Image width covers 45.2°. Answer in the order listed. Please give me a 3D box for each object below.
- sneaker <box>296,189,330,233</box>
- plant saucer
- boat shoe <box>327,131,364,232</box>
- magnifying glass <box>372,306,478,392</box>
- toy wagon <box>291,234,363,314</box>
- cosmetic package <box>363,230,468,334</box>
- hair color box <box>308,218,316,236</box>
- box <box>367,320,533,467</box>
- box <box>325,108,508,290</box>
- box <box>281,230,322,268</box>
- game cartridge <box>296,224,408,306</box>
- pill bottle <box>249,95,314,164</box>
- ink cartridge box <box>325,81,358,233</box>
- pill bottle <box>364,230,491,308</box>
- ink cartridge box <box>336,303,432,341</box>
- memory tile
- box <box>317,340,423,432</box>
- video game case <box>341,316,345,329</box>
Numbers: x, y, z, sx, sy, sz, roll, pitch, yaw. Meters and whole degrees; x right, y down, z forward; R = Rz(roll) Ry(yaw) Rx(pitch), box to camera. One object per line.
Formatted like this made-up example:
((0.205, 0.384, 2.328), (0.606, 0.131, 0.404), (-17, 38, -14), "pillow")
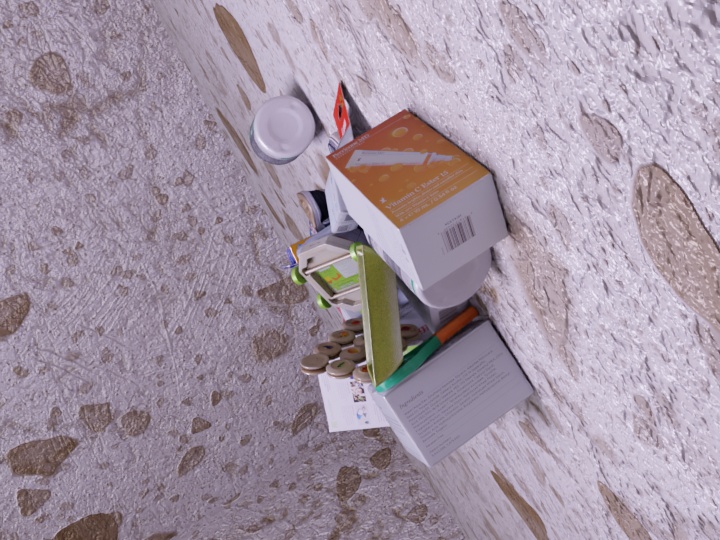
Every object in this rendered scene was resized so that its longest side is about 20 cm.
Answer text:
((-0.051, -0.127, 1.584), (0.070, 0.108, 0.200), (61, 179, 7), "sneaker")
((0.029, 0.060, 1.296), (0.200, 0.047, 0.202), (-151, 56, -87), "plant saucer")
((-0.025, -0.132, 1.492), (0.201, 0.092, 0.075), (60, 171, -14), "boat shoe")
((0.099, 0.118, 1.295), (0.022, 0.200, 0.080), (53, 159, -3), "magnifying glass")
((-0.018, 0.024, 1.482), (0.154, 0.040, 0.200), (-20, 125, 39), "toy wagon")
((0.086, -0.009, 1.361), (0.200, 0.071, 0.102), (54, 170, 28), "cosmetic package")
((-0.050, -0.082, 1.793), (0.061, 0.100, 0.200), (56, 172, 10), "hair color box")
((0.133, 0.186, 1.350), (0.131, 0.199, 0.199), (56, 172, 0), "box")
((0.063, -0.090, 1.027), (0.200, 0.124, 0.098), (48, 167, 49), "box")
((-0.060, -0.056, 1.600), (0.119, 0.199, 0.042), (158, 90, -81), "box")
((0.000, 0.000, 1.506), (0.200, 0.042, 0.133), (40, 140, -21), "game cartridge")
((-0.156, -0.264, 1.665), (0.114, 0.113, 0.200), (59, 171, -6), "pill bottle")
((-0.037, -0.172, 1.356), (0.160, 0.047, 0.202), (122, 137, -80), "ink cartridge box")
((0.075, -0.048, 1.145), (0.200, 0.113, 0.114), (50, 168, 47), "pill bottle")
((0.053, 0.085, 1.629), (0.201, 0.145, 0.083), (54, 171, 26), "ink cartridge box")
((0.000, 0.132, 1.481), (0.152, 0.200, 0.017), (6, 115, 27), "memory tile")
((0.027, 0.207, 1.537), (0.036, 0.198, 0.146), (-40, -60, -70), "box")
((0.030, 0.098, 1.779), (0.143, 0.017, 0.200), (35, -154, -15), "video game case")
